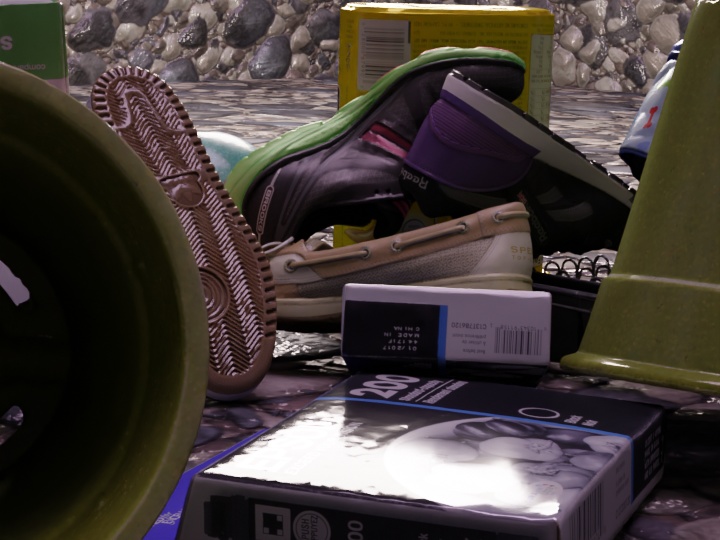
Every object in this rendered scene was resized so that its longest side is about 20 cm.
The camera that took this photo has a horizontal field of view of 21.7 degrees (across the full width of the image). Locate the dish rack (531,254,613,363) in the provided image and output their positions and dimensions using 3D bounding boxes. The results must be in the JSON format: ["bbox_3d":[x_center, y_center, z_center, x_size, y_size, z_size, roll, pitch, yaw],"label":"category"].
[{"bbox_3d":[0.163,0.022,1.135,0.200,0.055,0.153,-7,14,-43],"label":"dish rack"}]

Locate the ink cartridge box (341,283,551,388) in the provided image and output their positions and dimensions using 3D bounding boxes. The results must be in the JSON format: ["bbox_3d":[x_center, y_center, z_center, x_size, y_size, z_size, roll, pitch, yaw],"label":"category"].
[{"bbox_3d":[0.044,0.039,0.958,0.099,0.039,0.200,2,-7,4],"label":"ink cartridge box"}]

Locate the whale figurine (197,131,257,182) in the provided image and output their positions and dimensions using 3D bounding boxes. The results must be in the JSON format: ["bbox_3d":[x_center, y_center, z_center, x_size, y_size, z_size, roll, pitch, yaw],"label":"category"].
[{"bbox_3d":[-0.124,-0.054,1.382,0.159,0.104,0.200,-1,10,-15],"label":"whale figurine"}]

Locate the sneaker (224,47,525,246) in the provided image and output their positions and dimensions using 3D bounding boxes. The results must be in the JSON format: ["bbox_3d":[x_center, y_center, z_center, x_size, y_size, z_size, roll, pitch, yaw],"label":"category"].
[{"bbox_3d":[0.016,-0.065,1.127,0.200,0.084,0.077,-31,-14,-3],"label":"sneaker"}]

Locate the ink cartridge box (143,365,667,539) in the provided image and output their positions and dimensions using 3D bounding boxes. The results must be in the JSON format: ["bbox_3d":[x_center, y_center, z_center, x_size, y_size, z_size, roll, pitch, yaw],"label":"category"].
[{"bbox_3d":[0.011,0.082,0.783,0.200,0.043,0.198,4,10,19],"label":"ink cartridge box"}]

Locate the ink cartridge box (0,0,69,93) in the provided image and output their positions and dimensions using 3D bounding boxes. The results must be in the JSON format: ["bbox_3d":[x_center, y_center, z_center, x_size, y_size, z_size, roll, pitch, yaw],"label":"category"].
[{"bbox_3d":[-0.221,-0.066,1.156,0.084,0.200,0.146,-4,10,-12],"label":"ink cartridge box"}]

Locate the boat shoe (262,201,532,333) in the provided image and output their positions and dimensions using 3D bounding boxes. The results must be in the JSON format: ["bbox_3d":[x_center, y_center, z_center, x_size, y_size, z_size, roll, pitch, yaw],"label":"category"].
[{"bbox_3d":[0.000,0.000,1.058,0.200,0.063,0.073,-4,-9,24],"label":"boat shoe"}]

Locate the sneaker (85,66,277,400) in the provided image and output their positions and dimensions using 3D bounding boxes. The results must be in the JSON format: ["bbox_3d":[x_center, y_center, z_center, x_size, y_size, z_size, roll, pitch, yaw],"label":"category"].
[{"bbox_3d":[-0.111,-0.001,1.041,0.071,0.200,0.113,-9,-26,-30],"label":"sneaker"}]

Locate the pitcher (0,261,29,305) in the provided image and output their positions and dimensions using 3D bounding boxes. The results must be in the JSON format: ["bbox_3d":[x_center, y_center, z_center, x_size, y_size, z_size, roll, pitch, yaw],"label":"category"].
[{"bbox_3d":[-0.230,-0.037,0.924,0.172,0.200,0.121,-37,-13,-25],"label":"pitcher"}]

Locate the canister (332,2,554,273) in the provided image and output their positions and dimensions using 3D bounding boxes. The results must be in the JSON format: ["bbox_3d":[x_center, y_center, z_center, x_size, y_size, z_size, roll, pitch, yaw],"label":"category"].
[{"bbox_3d":[0.053,-0.072,1.228,0.148,0.200,0.087,-1,10,-15],"label":"canister"}]

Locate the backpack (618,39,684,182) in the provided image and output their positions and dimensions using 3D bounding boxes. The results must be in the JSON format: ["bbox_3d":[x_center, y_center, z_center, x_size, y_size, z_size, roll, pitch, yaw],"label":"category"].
[{"bbox_3d":[0.262,-0.064,1.124,0.183,0.147,0.200,26,-3,46],"label":"backpack"}]

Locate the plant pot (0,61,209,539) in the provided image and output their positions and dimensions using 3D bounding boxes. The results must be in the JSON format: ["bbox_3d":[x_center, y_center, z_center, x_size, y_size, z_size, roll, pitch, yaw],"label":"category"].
[{"bbox_3d":[-0.165,0.032,0.706,0.200,0.200,0.190,0,-4,-10],"label":"plant pot"}]

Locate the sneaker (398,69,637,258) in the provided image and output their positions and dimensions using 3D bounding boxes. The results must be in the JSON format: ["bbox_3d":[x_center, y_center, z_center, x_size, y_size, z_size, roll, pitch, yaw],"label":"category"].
[{"bbox_3d":[0.098,-0.038,1.113,0.200,0.088,0.076,29,6,-38],"label":"sneaker"}]

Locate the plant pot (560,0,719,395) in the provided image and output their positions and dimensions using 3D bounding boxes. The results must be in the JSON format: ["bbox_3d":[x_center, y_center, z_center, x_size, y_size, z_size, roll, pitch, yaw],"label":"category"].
[{"bbox_3d":[0.207,-0.031,0.902,0.200,0.190,0.200,8,-1,0],"label":"plant pot"}]
